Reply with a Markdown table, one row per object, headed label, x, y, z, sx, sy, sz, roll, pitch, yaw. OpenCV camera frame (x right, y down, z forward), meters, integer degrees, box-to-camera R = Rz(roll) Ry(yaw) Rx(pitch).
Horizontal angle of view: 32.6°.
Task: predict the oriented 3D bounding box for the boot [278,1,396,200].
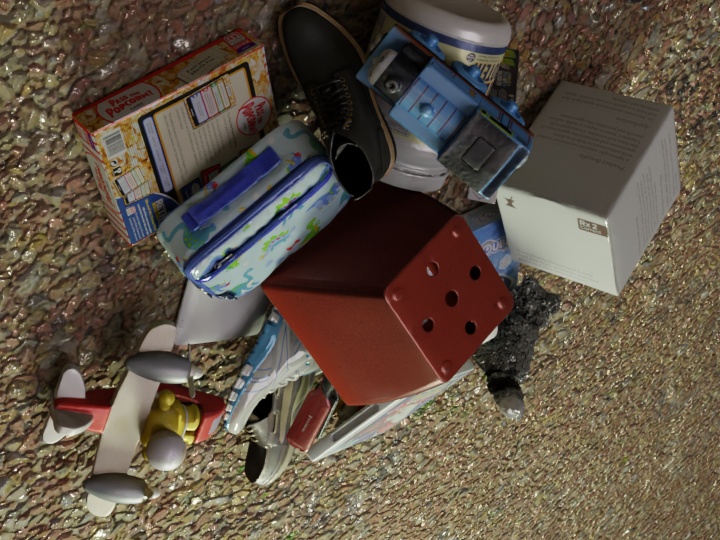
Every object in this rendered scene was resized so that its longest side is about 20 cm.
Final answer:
| label | x | y | z | sx | sy | sz | roll | pitch | yaw |
| --- | --- | --- | --- | --- | --- | --- | --- | --- | --- |
| boot | -0.026 | -0.173 | 1.244 | 0.077 | 0.138 | 0.200 | -30 | 101 | 16 |

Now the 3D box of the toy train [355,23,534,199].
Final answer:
| label | x | y | z | sx | sy | sz | roll | pitch | yaw |
| --- | --- | --- | --- | --- | --- | --- | --- | --- | --- |
| toy train | 0.087 | -0.164 | 1.236 | 0.087 | 0.200 | 0.114 | -49 | -174 | 23 |

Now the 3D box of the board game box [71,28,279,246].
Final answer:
| label | x | y | z | sx | sy | sz | roll | pitch | yaw |
| --- | --- | --- | --- | --- | --- | --- | --- | --- | --- |
| board game box | -0.179 | -0.136 | 1.262 | 0.200 | 0.046 | 0.152 | -31 | 138 | -21 |

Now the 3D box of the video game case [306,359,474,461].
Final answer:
| label | x | y | z | sx | sy | sz | roll | pitch | yaw |
| --- | --- | --- | --- | --- | --- | --- | --- | --- | --- |
| video game case | 0.043 | 0.186 | 1.664 | 0.182 | 0.023 | 0.200 | -39 | 166 | 28 |

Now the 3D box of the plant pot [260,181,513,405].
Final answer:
| label | x | y | z | sx | sy | sz | roll | pitch | yaw |
| --- | --- | --- | --- | --- | --- | --- | --- | --- | --- |
| plant pot | 0.049 | 0.026 | 1.379 | 0.200 | 0.176 | 0.200 | -46 | 116 | -25 |

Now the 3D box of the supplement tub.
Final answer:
| label | x | y | z | sx | sy | sz | roll | pitch | yaw |
| --- | --- | --- | --- | --- | --- | --- | --- | --- | --- |
| supplement tub | 0.068 | -0.204 | 1.365 | 0.145 | 0.145 | 0.200 | -4 | 123 | -42 |

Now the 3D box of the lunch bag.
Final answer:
| label | x | y | z | sx | sy | sz | roll | pitch | yaw |
| --- | --- | --- | --- | --- | --- | --- | --- | --- | --- |
| lunch bag | -0.109 | -0.060 | 1.300 | 0.200 | 0.082 | 0.161 | -39 | 161 | -1 |

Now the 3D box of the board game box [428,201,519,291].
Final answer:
| label | x | y | z | sx | sy | sz | roll | pitch | yaw |
| --- | --- | --- | --- | --- | --- | --- | --- | --- | --- |
| board game box | 0.134 | 0.016 | 1.692 | 0.200 | 0.043 | 0.199 | -24 | 135 | -28 |

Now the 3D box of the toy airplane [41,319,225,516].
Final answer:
| label | x | y | z | sx | sy | sz | roll | pitch | yaw |
| --- | --- | --- | --- | --- | --- | --- | --- | --- | --- |
| toy airplane | -0.250 | 0.170 | 1.371 | 0.199 | 0.141 | 0.200 | -37 | 140 | -14 |

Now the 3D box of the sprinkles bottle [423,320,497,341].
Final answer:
| label | x | y | z | sx | sy | sz | roll | pitch | yaw |
| --- | --- | --- | --- | --- | --- | --- | --- | --- | --- |
| sprinkles bottle | 0.083 | 0.097 | 1.623 | 0.200 | 0.068 | 0.068 | -24 | 136 | -20 |

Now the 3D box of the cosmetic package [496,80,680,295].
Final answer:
| label | x | y | z | sx | sy | sz | roll | pitch | yaw |
| --- | --- | --- | --- | --- | --- | --- | --- | --- | --- |
| cosmetic package | 0.300 | -0.110 | 1.609 | 0.200 | 0.165 | 0.165 | -54 | 146 | -24 |

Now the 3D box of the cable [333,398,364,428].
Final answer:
| label | x | y | z | sx | sy | sz | roll | pitch | yaw |
| --- | --- | --- | --- | --- | --- | --- | --- | --- | --- |
| cable | 0.015 | 0.124 | 1.660 | 0.097 | 0.050 | 0.200 | 11 | 115 | -50 |

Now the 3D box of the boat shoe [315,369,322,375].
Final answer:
| label | x | y | z | sx | sy | sz | roll | pitch | yaw |
| --- | --- | --- | --- | --- | --- | --- | --- | --- | --- |
| boat shoe | -0.007 | 0.057 | 1.579 | 0.201 | 0.061 | 0.072 | -41 | -176 | 8 |

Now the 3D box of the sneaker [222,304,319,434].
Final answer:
| label | x | y | z | sx | sy | sz | roll | pitch | yaw |
| --- | --- | --- | --- | --- | --- | --- | --- | --- | --- |
| sneaker | -0.096 | 0.115 | 1.481 | 0.200 | 0.087 | 0.075 | -62 | -175 | 3 |

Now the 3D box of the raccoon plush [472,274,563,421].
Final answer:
| label | x | y | z | sx | sy | sz | roll | pitch | yaw |
| --- | --- | --- | --- | --- | --- | --- | --- | --- | --- |
| raccoon plush | 0.231 | 0.103 | 1.681 | 0.134 | 0.200 | 0.097 | -44 | 132 | 18 |

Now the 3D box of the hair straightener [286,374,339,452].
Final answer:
| label | x | y | z | sx | sy | sz | roll | pitch | yaw |
| --- | --- | --- | --- | --- | --- | --- | --- | --- | --- |
| hair straightener | -0.033 | 0.129 | 1.514 | 0.077 | 0.041 | 0.200 | -37 | 151 | -59 |

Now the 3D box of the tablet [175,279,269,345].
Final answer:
| label | x | y | z | sx | sy | sz | roll | pitch | yaw |
| --- | --- | --- | --- | --- | --- | --- | --- | --- | --- |
| tablet | -0.143 | -0.003 | 1.434 | 0.130 | 0.014 | 0.200 | -6 | 125 | -41 |

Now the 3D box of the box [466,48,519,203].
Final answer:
| label | x | y | z | sx | sy | sz | roll | pitch | yaw |
| --- | --- | --- | --- | --- | --- | --- | --- | --- | --- |
| box | 0.158 | -0.176 | 1.459 | 0.035 | 0.200 | 0.110 | 11 | 124 | 2 |

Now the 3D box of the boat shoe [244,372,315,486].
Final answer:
| label | x | y | z | sx | sy | sz | roll | pitch | yaw |
| --- | --- | --- | --- | --- | --- | --- | --- | --- | --- |
| boat shoe | -0.121 | 0.182 | 1.572 | 0.073 | 0.074 | 0.200 | 4 | 109 | -36 |
